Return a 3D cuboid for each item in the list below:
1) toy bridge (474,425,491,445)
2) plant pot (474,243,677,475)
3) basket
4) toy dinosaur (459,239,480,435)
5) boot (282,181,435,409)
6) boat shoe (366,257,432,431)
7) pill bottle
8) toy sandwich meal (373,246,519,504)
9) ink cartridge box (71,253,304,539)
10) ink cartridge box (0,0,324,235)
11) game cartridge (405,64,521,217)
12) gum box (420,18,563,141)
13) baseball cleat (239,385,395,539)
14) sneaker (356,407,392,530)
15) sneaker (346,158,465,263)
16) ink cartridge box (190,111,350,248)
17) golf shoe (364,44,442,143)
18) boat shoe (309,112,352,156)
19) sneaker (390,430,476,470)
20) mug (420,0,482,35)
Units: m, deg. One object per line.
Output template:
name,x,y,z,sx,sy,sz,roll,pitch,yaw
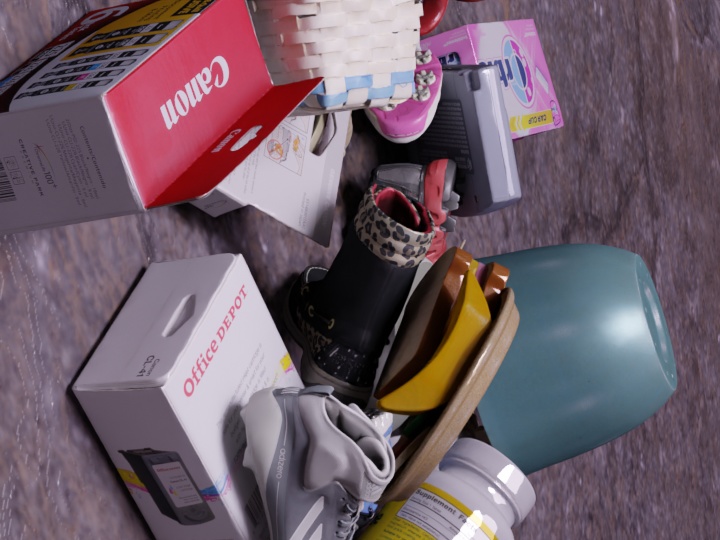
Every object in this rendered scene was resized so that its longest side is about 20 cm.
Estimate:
toy bridge,0.123,0.173,1.764,0.200,0.027,0.068,-52,131,-71
plant pot,0.190,0.066,1.741,0.200,0.159,0.203,-17,90,-75
basket,-0.040,-0.214,1.414,0.138,0.176,0.202,-17,103,-35
toy dinosaur,0.080,0.082,1.820,0.101,0.058,0.202,-68,152,-66
boot,0.001,0.001,1.516,0.204,0.073,0.155,-105,-144,-67
boat shoe,0.020,0.052,1.659,0.070,0.071,0.202,-29,141,-33
pill bottle,0.054,0.238,1.590,0.200,0.112,0.113,-49,131,-24
toy sandwich meal,0.048,0.075,1.426,0.070,0.206,0.206,33,41,-2
ink cartridge box,-0.107,0.110,1.406,0.201,0.085,0.148,65,33,-31
ink cartridge box,-0.143,-0.112,1.285,0.200,0.174,0.085,-52,129,-53
game cartridge,0.087,-0.116,1.739,0.040,0.200,0.135,-10,99,-17
gum box,0.123,-0.179,1.900,0.200,0.066,0.115,-19,93,-64
baseball cleat,-0.020,0.172,1.358,0.070,0.105,0.202,-60,139,-54
sneaker,-0.020,0.174,1.568,0.200,0.078,0.090,-24,103,-61
sneaker,0.034,-0.010,1.719,0.071,0.097,0.202,-70,168,-60
ink cartridge box,-0.085,-0.135,1.493,0.176,0.044,0.202,30,58,-38
golf shoe,0.034,-0.153,1.694,0.201,0.074,0.092,-97,179,-57
boat shoe,-0.039,-0.117,1.593,0.069,0.074,0.201,51,40,-37
sneaker,0.070,0.204,1.736,0.200,0.073,0.117,18,66,-61
mug,0.065,-0.323,1.779,0.199,0.132,0.180,25,61,-55
